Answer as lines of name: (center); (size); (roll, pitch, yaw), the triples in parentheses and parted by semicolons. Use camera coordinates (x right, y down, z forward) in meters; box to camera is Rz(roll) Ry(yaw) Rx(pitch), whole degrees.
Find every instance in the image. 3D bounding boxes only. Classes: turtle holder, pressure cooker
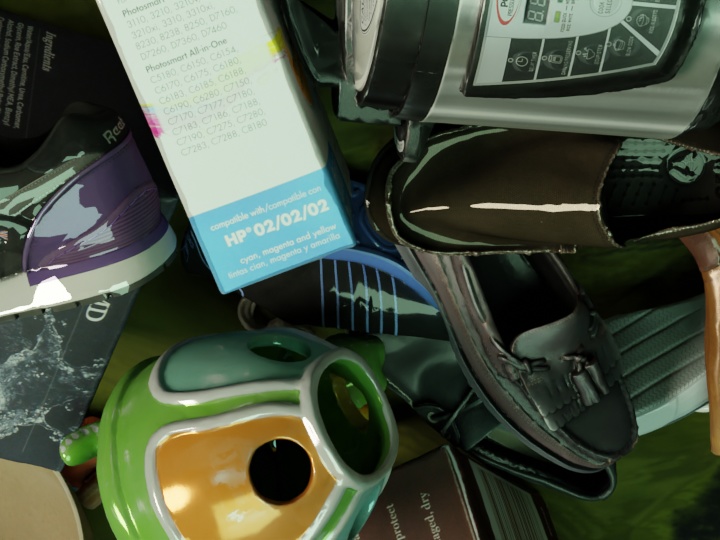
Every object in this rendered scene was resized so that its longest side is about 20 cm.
turtle holder: (-0.045, 0.096, 0.894); (0.132, 0.141, 0.185); (-26, 160, 26)
pressure cooker: (0.062, -0.144, 0.754); (0.199, 0.176, 0.179); (4, 158, -7)

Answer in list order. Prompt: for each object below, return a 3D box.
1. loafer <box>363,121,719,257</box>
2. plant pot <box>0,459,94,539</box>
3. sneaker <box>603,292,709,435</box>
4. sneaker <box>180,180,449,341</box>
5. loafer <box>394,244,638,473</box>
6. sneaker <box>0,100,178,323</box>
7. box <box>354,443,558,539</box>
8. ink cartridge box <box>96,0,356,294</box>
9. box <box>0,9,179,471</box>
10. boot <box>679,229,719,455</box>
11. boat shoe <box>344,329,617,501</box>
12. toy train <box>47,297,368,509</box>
loafer: (0.100, -0.044, 0.822); (0.199, 0.071, 0.073); (-8, 106, 4)
plant pot: (-0.234, 0.198, 1.027); (0.200, 0.201, 0.135); (-13, 154, 7)
sneaker: (0.190, 0.055, 0.982); (0.200, 0.073, 0.071); (-24, 139, 3)
sneaker: (0.000, 0.000, 0.947); (0.200, 0.070, 0.078); (22, 142, -24)
loafer: (0.081, 0.019, 0.897); (0.200, 0.072, 0.063); (54, 154, -6)
sneaker: (-0.187, -0.020, 0.768); (0.199, 0.076, 0.088); (-17, 114, 3)
box: (0.020, 0.227, 1.037); (0.200, 0.165, 0.166); (-26, 154, 17)
ink cartridge box: (-0.067, -0.106, 0.783); (0.068, 0.115, 0.200); (-20, 110, 4)
box: (-0.211, -0.024, 0.871); (0.200, 0.118, 0.197); (15, 127, -18)
boot: (0.174, -0.002, 0.914); (0.188, 0.068, 0.201); (-14, 107, -8)
boat shoe: (0.074, 0.078, 1.011); (0.199, 0.066, 0.074); (35, 121, -29)
toy train: (-0.085, 0.102, 1.026); (0.200, 0.056, 0.150); (-37, 124, 24)
